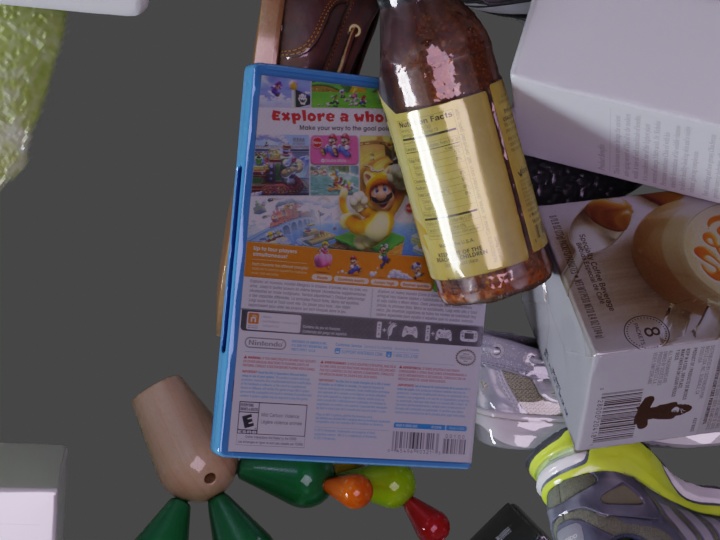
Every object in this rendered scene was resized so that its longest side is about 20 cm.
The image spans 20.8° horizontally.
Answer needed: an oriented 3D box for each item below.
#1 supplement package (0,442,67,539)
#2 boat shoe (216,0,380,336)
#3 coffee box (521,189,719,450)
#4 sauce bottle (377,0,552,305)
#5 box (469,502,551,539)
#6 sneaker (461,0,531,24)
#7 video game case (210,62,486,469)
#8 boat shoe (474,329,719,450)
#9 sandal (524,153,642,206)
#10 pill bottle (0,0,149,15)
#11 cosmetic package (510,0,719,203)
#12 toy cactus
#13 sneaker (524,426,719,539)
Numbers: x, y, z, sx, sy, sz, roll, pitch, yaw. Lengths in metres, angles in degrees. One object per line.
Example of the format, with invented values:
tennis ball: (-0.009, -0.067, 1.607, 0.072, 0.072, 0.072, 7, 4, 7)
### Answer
supplement package: (-0.220, 0.197, 1.027, 0.121, 0.120, 0.201, 3, 96, -7)
boat shoe: (-0.033, -0.058, 1.048, 0.070, 0.070, 0.201, 10, 95, -4)
coffee box: (0.198, 0.018, 1.036, 0.199, 0.115, 0.080, -7, 136, -10)
sauce bottle: (0.044, -0.084, 0.991, 0.066, 0.066, 0.201, -15, 97, -6)
box: (0.103, 0.260, 1.093, 0.200, 0.086, 0.164, 44, 89, -9)
sneaker: (0.088, -0.164, 1.043, 0.199, 0.090, 0.067, 7, 96, -8)
video game case: (0.000, 0.000, 1.021, 0.143, 0.018, 0.201, 5, 91, -21)
boat shoe: (0.160, 0.060, 1.088, 0.201, 0.074, 0.065, -3, 101, 0)
sandal: (0.077, -0.036, 1.083, 0.200, 0.048, 0.076, -24, 98, -17)
pill bottle: (-0.202, -0.194, 0.990, 0.199, 0.114, 0.115, 4, 96, -8)
cosmetic package: (0.182, -0.085, 0.998, 0.199, 0.101, 0.071, 15, 73, 11)
toy cactus: (-0.068, 0.135, 1.068, 0.200, 0.102, 0.165, -30, 80, -1)
sneaker: (0.172, 0.159, 1.071, 0.200, 0.081, 0.074, 25, 135, -28)
